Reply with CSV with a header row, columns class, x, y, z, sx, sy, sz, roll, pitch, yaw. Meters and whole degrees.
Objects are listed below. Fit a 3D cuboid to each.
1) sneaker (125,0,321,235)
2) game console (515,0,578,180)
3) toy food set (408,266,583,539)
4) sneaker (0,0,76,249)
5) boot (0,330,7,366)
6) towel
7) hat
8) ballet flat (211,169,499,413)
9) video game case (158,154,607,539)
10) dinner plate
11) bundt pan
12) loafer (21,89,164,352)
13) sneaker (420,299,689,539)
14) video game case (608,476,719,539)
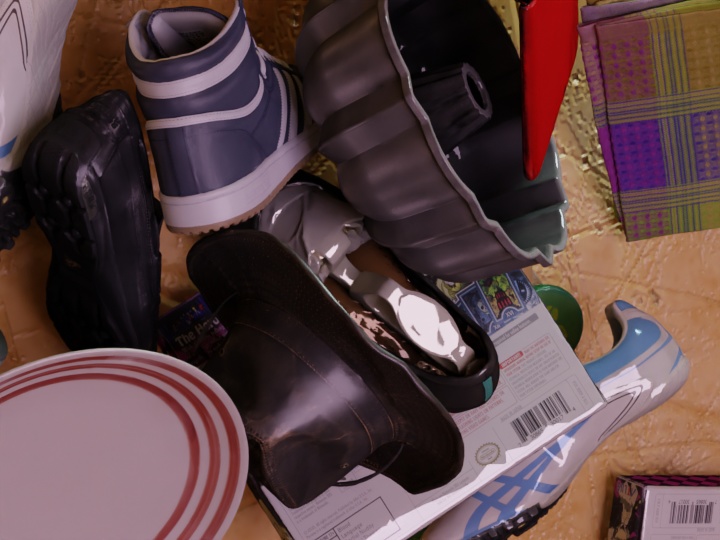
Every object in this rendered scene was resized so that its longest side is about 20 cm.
class,x,y,z,sx,sy,sz,roll,pitch,yaw
sneaker,-0.068,-0.103,1.545,0.200,0.070,0.109,-59,137,-64
game console,0.062,-0.171,1.605,0.172,0.200,0.119,30,117,-4
toy food set,0.051,0.073,1.728,0.200,0.049,0.198,-48,122,-16
sneaker,-0.194,-0.093,1.520,0.072,0.072,0.201,-24,131,-64
boot,-0.261,0.065,1.432,0.073,0.203,0.154,32,87,-38
towel,0.210,-0.099,1.726,0.143,0.023,0.201,-9,138,6
hat,-0.042,0.069,1.505,0.081,0.200,0.201,-44,120,-19
ballet flat,0.000,0.000,1.595,0.200,0.068,0.068,37,77,-1
video game case,0.010,0.054,1.642,0.199,0.036,0.182,-33,89,-14
dinner plate,-0.151,0.112,1.436,0.199,0.024,0.201,-16,135,-17
bundt pan,0.032,-0.082,1.565,0.075,0.202,0.202,-24,122,21
loafer,-0.130,-0.012,1.545,0.070,0.068,0.201,-46,150,-29
sneaker,0.104,0.099,1.709,0.200,0.072,0.073,-42,81,-10
video game case,0.238,0.224,1.883,0.199,0.036,0.183,2,99,-34
